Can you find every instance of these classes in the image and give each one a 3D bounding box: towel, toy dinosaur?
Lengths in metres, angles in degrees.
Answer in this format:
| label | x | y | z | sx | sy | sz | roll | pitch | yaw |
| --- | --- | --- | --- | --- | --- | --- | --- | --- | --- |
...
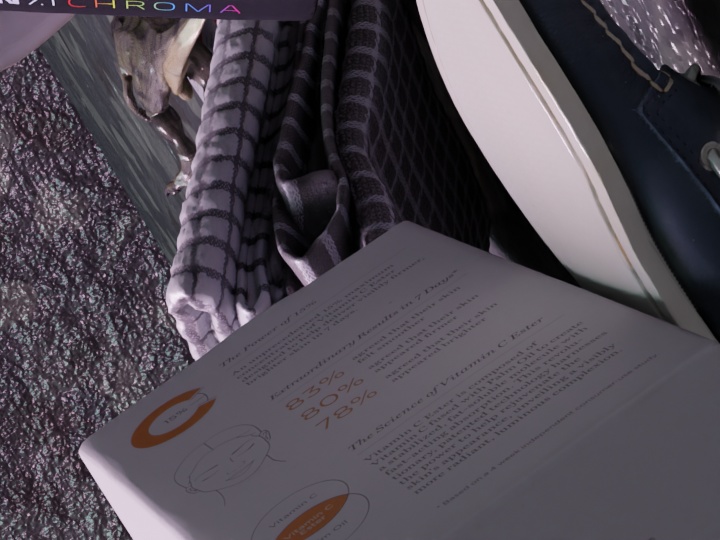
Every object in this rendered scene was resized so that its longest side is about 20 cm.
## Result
| label | x | y | z | sx | sy | sz | roll | pitch | yaw |
| --- | --- | --- | --- | --- | --- | --- | --- | --- | --- |
| towel | 0.000 | 0.000 | 0.948 | 0.201 | 0.085 | 0.167 | 71 | -160 | -48 |
| toy dinosaur | -0.079 | -0.082 | 1.117 | 0.089 | 0.047 | 0.200 | 66 | 168 | -10 |

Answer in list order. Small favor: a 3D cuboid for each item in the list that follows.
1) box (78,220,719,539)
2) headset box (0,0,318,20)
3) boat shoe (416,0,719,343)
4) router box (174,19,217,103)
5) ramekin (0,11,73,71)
| label | x | y | z | sx | sy | sz | roll | pitch | yaw |
| --- | --- | --- | --- | --- | --- | --- | --- | --- | --- |
| box | 0.022 | 0.072 | 0.666 | 0.098 | 0.124 | 0.200 | 60 | 167 | -19 |
| headset box | -0.089 | -0.145 | 0.740 | 0.200 | 0.173 | 0.094 | 123 | 150 | -81 |
| boat shoe | 0.086 | -0.015 | 0.634 | 0.201 | 0.062 | 0.075 | 55 | 170 | 1 |
| router box | -0.041 | -0.091 | 1.183 | 0.180 | 0.049 | 0.200 | 57 | 172 | 7 |
| ramekin | -0.164 | -0.172 | 1.126 | 0.094 | 0.202 | 0.202 | 44 | 171 | 5 |
